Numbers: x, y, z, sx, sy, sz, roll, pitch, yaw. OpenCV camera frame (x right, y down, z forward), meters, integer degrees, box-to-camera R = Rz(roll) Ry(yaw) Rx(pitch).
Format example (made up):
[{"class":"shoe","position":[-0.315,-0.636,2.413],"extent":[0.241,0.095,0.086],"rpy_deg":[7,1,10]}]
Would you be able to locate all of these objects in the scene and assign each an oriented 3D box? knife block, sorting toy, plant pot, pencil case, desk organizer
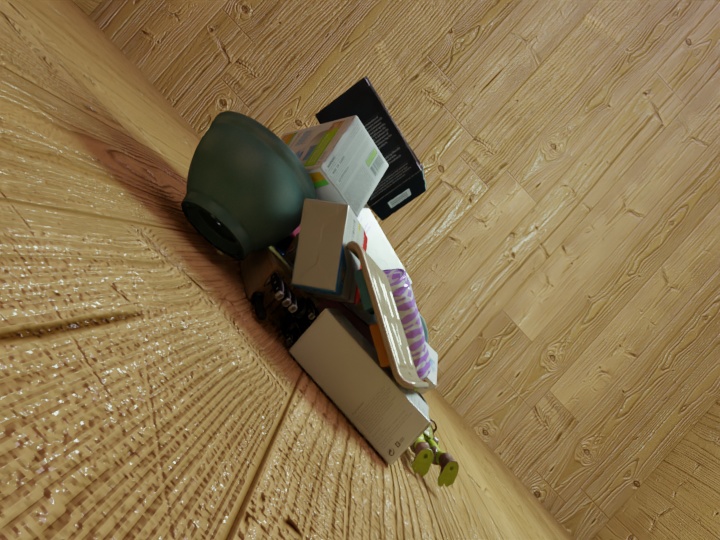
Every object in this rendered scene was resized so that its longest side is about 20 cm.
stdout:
[{"class":"knife block","position":[-0.132,0.020,0.772],"extent":[0.200,0.064,0.176],"rpy_deg":[47,0,20]},{"class":"sorting toy","position":[0.036,0.072,0.747],"extent":[0.185,0.035,0.206],"rpy_deg":[43,25,-73]},{"class":"plant pot","position":[-0.179,-0.106,0.787],"extent":[0.196,0.136,0.202],"rpy_deg":[29,-24,14]},{"class":"pencil case","position":[0.064,0.097,0.912],"extent":[0.082,0.085,0.206],"rpy_deg":[-5,-68,40]},{"class":"desk organizer","position":[-0.041,0.104,0.889],"extent":[0.198,0.077,0.073],"rpy_deg":[37,-21,27]}]

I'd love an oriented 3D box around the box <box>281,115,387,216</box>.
[{"class":"box","position":[-0.070,-0.160,0.868],"extent":[0.196,0.114,0.102],"rpy_deg":[5,-35,48]}]

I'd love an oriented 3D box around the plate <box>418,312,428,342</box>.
[{"class":"plate","position":[0.055,0.148,1.194],"extent":[0.200,0.198,0.026],"rpy_deg":[45,30,-14]}]

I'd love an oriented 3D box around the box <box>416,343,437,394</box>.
[{"class":"box","position":[0.062,0.173,1.130],"extent":[0.200,0.111,0.102],"rpy_deg":[46,28,-16]}]

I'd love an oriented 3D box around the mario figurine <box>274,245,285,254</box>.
[{"class":"mario figurine","position":[-0.136,0.025,1.020],"extent":[0.104,0.127,0.198],"rpy_deg":[-18,-44,42]}]

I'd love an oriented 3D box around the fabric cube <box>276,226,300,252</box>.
[{"class":"fabric cube","position":[-0.131,-0.127,1.111],"extent":[0.194,0.205,0.196],"rpy_deg":[11,-19,32]}]

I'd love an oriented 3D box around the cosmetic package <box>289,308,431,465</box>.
[{"class":"cosmetic package","position":[0.002,0.151,0.730],"extent":[0.201,0.081,0.113],"rpy_deg":[47,2,6]}]

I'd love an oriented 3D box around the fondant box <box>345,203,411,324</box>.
[{"class":"fondant box","position":[0.000,0.000,0.952],"extent":[0.057,0.146,0.203],"rpy_deg":[-5,-51,45]}]

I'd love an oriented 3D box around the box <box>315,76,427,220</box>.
[{"class":"box","position":[0.028,-0.223,1.023],"extent":[0.201,0.122,0.200],"rpy_deg":[60,7,7]}]

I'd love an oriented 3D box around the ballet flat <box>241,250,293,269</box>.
[{"class":"ballet flat","position":[-0.166,-0.013,0.907],"extent":[0.198,0.068,0.046],"rpy_deg":[40,0,17]}]

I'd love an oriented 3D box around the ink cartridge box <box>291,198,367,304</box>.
[{"class":"ink cartridge box","position":[-0.038,-0.018,0.790],"extent":[0.065,0.121,0.200],"rpy_deg":[7,-8,10]}]

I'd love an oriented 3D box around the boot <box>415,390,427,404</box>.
[{"class":"boot","position":[0.019,0.182,0.982],"extent":[0.201,0.064,0.185],"rpy_deg":[50,-15,-25]}]

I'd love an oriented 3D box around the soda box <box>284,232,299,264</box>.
[{"class":"soda box","position":[-0.053,0.018,0.981],"extent":[0.063,0.069,0.201],"rpy_deg":[-4,-42,43]}]

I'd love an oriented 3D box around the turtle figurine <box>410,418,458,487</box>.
[{"class":"turtle figurine","position":[0.100,0.269,0.848],"extent":[0.200,0.064,0.161],"rpy_deg":[47,0,-22]}]
